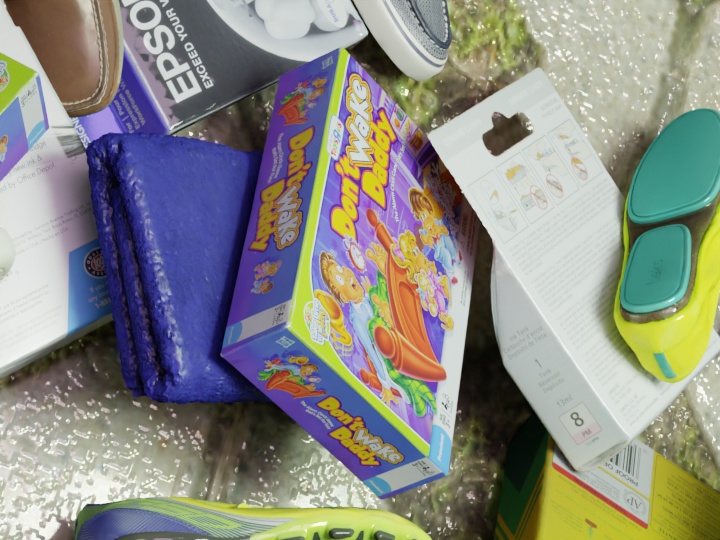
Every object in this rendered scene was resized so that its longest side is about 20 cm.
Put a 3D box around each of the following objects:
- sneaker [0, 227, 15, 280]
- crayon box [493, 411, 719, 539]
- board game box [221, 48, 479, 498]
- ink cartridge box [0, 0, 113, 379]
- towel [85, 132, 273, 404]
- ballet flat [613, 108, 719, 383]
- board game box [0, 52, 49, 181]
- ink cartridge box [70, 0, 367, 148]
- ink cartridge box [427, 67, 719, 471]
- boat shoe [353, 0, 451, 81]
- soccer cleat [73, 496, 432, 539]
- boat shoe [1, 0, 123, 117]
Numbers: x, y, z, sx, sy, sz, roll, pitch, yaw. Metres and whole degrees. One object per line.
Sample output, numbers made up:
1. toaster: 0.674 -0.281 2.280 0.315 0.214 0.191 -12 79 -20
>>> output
1. sneaker: -0.275 -0.007 1.244 0.199 0.077 0.112 -25 82 10
2. crayon box: 0.135 0.168 1.378 0.127 0.051 0.200 34 32 -12
3. board game box: 0.000 0.000 1.342 0.134 0.045 0.201 44 38 -33
4. ink cartridge box: -0.208 -0.047 1.326 0.116 0.068 0.201 -27 88 -29
5. towel: -0.066 0.005 1.345 0.200 0.049 0.148 6 65 -55
6. ballet flat: 0.185 -0.011 1.449 0.067 0.067 0.200 63 29 -31
7. board game box: -0.262 -0.043 1.201 0.134 0.045 0.200 27 60 19
8. ink cartridge box: -0.125 -0.175 1.418 0.200 0.043 0.199 -29 88 -27
9. ink cartridge box: 0.113 -0.003 1.436 0.200 0.057 0.162 53 33 2
10. boat shoe: 0.031 -0.217 1.462 0.075 0.092 0.201 -7 74 -64
11. soccer cleat: -0.056 0.142 1.336 0.199 0.084 0.065 1 115 -22
12. boat shoe: -0.181 -0.178 1.346 0.075 0.072 0.201 -20 90 4
